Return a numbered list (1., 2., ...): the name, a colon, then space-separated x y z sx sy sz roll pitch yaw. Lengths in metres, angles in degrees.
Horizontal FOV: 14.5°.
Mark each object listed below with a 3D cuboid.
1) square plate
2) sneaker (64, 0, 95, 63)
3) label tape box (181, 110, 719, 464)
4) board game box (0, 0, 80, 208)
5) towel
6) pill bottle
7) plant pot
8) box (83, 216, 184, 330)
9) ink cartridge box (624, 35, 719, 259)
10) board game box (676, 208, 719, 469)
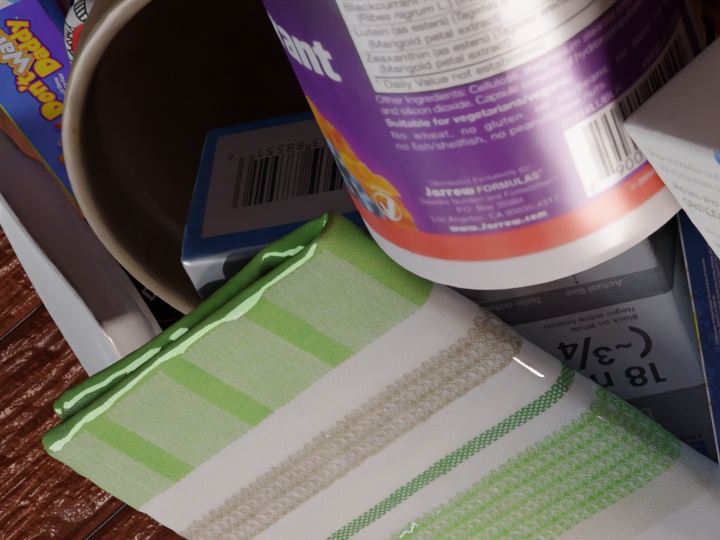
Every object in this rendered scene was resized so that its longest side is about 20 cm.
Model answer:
1. square plate: -0.103 0.038 1.241 0.198 0.028 0.200 48 167 49
2. sneaker: -0.087 -0.110 1.231 0.067 0.108 0.201 12 164 4
3. label tape box: 0.047 0.030 0.926 0.063 0.144 0.200 -83 -25 -43
4. board game box: -0.140 -0.143 1.283 0.134 0.045 0.200 56 -161 -39
5. towel: 0.019 0.063 0.903 0.200 0.149 0.031 34 -140 -26
6. pill bottle: 0.021 -0.101 0.762 0.111 0.111 0.200 38 158 49
7. plant pot: 0.006 -0.066 0.941 0.093 0.201 0.201 -83 -30 -42
8. box: -0.016 0.020 1.345 0.200 0.149 0.124 52 171 -20
9. ink cartridge box: 0.169 0.022 0.746 0.200 0.067 0.116 52 171 -22
10. board game box: 0.142 0.081 0.849 0.135 0.034 0.200 52 -153 -51
